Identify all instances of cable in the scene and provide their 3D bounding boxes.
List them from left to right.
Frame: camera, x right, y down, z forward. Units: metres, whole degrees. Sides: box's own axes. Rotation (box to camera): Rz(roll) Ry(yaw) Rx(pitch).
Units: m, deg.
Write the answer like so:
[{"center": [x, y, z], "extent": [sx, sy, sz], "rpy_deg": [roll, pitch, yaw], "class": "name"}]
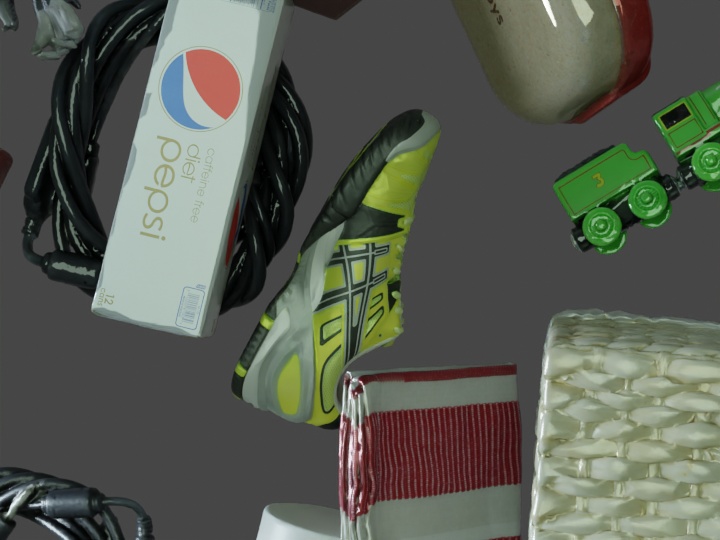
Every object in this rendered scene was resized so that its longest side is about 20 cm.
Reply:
[{"center": [-0.207, 0.225, 0.928], "extent": [0.162, 0.051, 0.201], "rpy_deg": [5, 91, 11], "class": "cable"}, {"center": [-0.110, -0.070, 0.906], "extent": [0.162, 0.051, 0.201], "rpy_deg": [23, 93, 10], "class": "cable"}]

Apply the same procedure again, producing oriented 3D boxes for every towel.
[{"center": [0.045, 0.154, 0.844], "extent": [0.023, 0.144, 0.201], "rpy_deg": [-1, 89, 44], "class": "towel"}]

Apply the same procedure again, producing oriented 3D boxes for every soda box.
[{"center": [-0.091, -0.065, 0.844], "extent": [0.063, 0.068, 0.201], "rpy_deg": [14, 88, 1], "class": "soda box"}]

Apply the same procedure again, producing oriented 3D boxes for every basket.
[{"center": [0.182, 0.127, 0.802], "extent": [0.199, 0.161, 0.200], "rpy_deg": [5, 91, 12], "class": "basket"}]

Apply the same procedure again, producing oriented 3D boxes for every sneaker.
[{"center": [0.000, 0.000, 0.888], "extent": [0.076, 0.075, 0.201], "rpy_deg": [29, 103, -1], "class": "sneaker"}]

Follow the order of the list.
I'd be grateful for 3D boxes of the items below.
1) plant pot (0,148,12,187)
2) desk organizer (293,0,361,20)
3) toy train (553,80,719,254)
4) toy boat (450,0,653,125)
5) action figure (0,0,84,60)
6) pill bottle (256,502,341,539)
[{"center": [-0.316, -0.022, 0.888], "extent": [0.200, 0.201, 0.196], "rpy_deg": [30, 87, 9], "class": "plant pot"}, {"center": [-0.011, -0.256, 0.881], "extent": [0.071, 0.077, 0.201], "rpy_deg": [15, 75, -22], "class": "desk organizer"}, {"center": [0.200, -0.077, 0.862], "extent": [0.199, 0.042, 0.057], "rpy_deg": [-32, 73, 9], "class": "toy train"}, {"center": [0.119, -0.190, 0.850], "extent": [0.130, 0.130, 0.201], "rpy_deg": [-22, 86, -21], "class": "toy boat"}, {"center": [-0.229, -0.157, 0.868], "extent": [0.118, 0.200, 0.103], "rpy_deg": [-17, 98, 9], "class": "action figure"}, {"center": [-0.035, 0.240, 0.864], "extent": [0.112, 0.112, 0.201], "rpy_deg": [13, 92, 10], "class": "pill bottle"}]
